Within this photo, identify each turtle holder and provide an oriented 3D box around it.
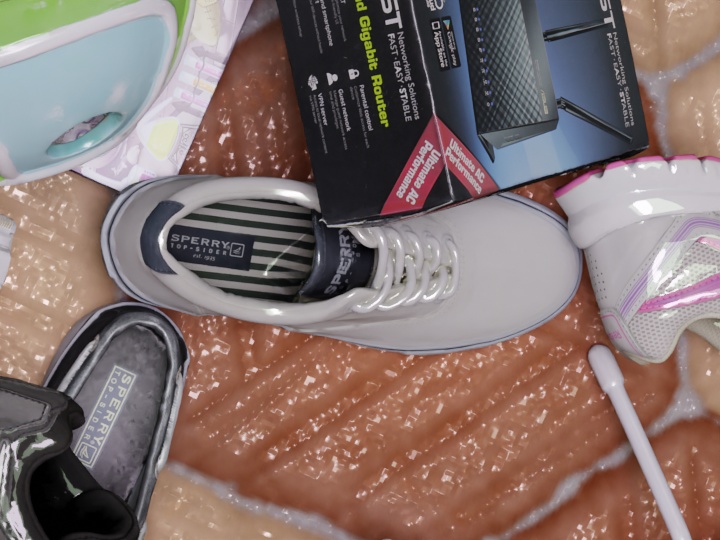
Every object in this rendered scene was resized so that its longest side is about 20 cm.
[{"bbox_3d":[-0.141,-0.095,1.013,0.186,0.141,0.132,-43,139,-40],"label":"turtle holder"}]

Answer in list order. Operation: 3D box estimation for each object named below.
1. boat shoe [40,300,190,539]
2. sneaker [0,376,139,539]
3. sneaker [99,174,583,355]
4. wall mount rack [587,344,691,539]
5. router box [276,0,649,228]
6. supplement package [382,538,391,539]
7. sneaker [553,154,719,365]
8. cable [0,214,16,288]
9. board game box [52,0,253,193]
[{"bbox_3d":[-0.117,0.108,1.091,0.074,0.068,0.200,28,88,-8],"label":"boat shoe"},{"bbox_3d":[-0.126,0.125,1.024,0.098,0.071,0.201,-2,110,10],"label":"sneaker"},{"bbox_3d":[0.000,0.000,1.096,0.200,0.071,0.073,1,97,-20],"label":"sneaker"},{"bbox_3d":[0.179,0.101,1.139,0.200,0.075,0.174,-16,98,-8],"label":"wall mount rack"},{"bbox_3d":[0.032,-0.125,1.068,0.062,0.150,0.200,-9,95,35],"label":"router box"},{"bbox_3d":[0.023,0.243,1.025,0.147,0.200,0.191,28,109,-8],"label":"supplement package"},{"bbox_3d":[0.177,-0.002,1.123,0.200,0.081,0.088,-4,85,-8],"label":"sneaker"},{"bbox_3d":[-0.240,0.047,1.071,0.200,0.069,0.200,9,91,-8],"label":"cable"},{"bbox_3d":[-0.093,-0.138,1.109,0.120,0.032,0.200,23,89,-5],"label":"board game box"}]
